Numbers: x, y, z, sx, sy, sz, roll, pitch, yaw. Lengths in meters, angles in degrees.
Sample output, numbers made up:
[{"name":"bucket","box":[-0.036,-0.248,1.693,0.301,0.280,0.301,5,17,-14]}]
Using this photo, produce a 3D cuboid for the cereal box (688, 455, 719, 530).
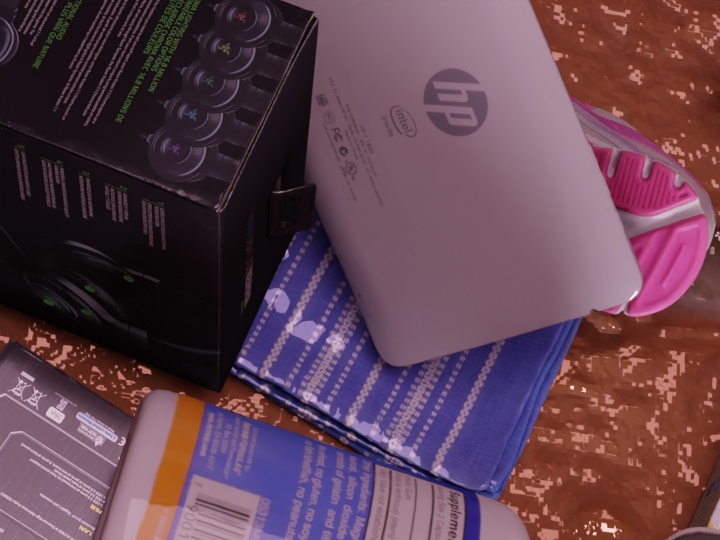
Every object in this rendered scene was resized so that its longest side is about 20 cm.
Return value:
[{"name":"cereal box","box":[0.233,0.098,0.901,0.143,0.040,0.201,28,68,0]}]

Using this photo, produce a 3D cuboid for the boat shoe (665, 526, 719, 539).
[{"name":"boat shoe","box":[0.188,0.192,0.821,0.067,0.057,0.201,-35,94,11]}]

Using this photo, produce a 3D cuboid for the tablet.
[{"name":"tablet","box":[0.023,-0.064,0.820,0.014,0.129,0.201,-42,111,-56]}]

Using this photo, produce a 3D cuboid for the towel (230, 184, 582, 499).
[{"name":"towel","box":[0.000,0.000,0.897,0.199,0.024,0.145,29,66,0]}]

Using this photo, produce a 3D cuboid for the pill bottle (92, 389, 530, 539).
[{"name":"pill bottle","box":[-0.003,0.126,0.751,0.198,0.112,0.113,19,67,-7]}]

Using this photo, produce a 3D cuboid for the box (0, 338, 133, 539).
[{"name":"box","box":[-0.102,0.148,0.807,0.199,0.048,0.159,32,68,0]}]

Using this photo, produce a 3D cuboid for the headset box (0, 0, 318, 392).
[{"name":"headset box","box":[-0.114,-0.052,0.794,0.199,0.174,0.093,22,65,7]}]

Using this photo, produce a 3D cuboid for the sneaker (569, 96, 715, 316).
[{"name":"sneaker","box":[0.070,-0.043,0.885,0.199,0.088,0.082,34,103,21]}]
